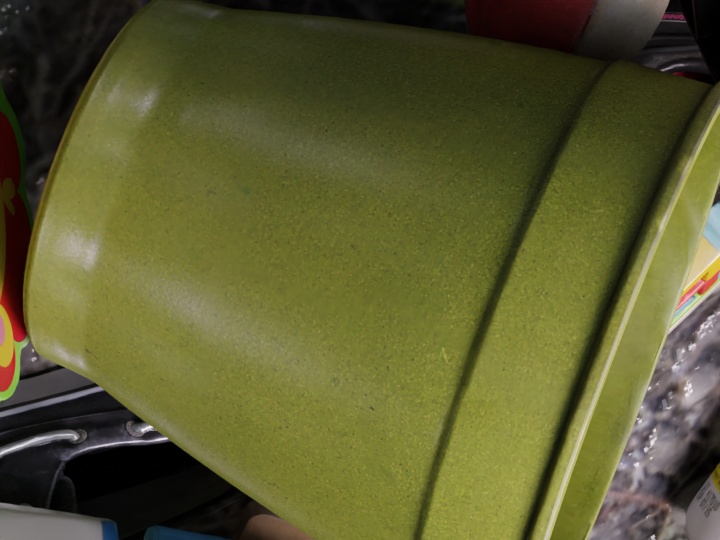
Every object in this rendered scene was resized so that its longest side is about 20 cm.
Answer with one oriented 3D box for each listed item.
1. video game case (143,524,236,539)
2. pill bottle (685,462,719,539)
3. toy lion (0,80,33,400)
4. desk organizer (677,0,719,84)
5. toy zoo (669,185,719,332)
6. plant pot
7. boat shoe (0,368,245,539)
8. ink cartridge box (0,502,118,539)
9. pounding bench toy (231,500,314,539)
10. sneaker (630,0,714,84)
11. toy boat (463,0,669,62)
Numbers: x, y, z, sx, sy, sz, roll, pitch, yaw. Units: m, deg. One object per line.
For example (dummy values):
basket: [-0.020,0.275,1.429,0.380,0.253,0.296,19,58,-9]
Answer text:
video game case: [-0.030,0.193,1.011,0.142,0.018,0.201,11,113,-10]
pill bottle: [0.239,0.065,1.225,0.109,0.109,0.200,23,107,-42]
toy lion: [-0.152,-0.050,0.861,0.068,0.192,0.201,-8,94,15]
desk organizer: [0.161,-0.096,0.987,0.077,0.200,0.072,-14,131,-1]
toy zoo: [0.134,-0.008,1.082,0.131,0.020,0.200,-44,172,1]
plant pot: [0.000,0.000,0.916,0.200,0.192,0.201,21,90,-80]
boat shoe: [-0.124,0.086,1.024,0.199,0.068,0.072,-17,129,-22]
ink cartridge box: [-0.171,0.197,0.972,0.144,0.148,0.201,8,130,-16]
pounding bench toy: [0.008,0.155,1.092,0.124,0.156,0.201,18,112,-12]
sneaker: [0.071,-0.031,1.061,0.200,0.084,0.077,-45,134,2]
toy boat: [0.058,-0.173,0.944,0.130,0.131,0.201,15,115,-9]
